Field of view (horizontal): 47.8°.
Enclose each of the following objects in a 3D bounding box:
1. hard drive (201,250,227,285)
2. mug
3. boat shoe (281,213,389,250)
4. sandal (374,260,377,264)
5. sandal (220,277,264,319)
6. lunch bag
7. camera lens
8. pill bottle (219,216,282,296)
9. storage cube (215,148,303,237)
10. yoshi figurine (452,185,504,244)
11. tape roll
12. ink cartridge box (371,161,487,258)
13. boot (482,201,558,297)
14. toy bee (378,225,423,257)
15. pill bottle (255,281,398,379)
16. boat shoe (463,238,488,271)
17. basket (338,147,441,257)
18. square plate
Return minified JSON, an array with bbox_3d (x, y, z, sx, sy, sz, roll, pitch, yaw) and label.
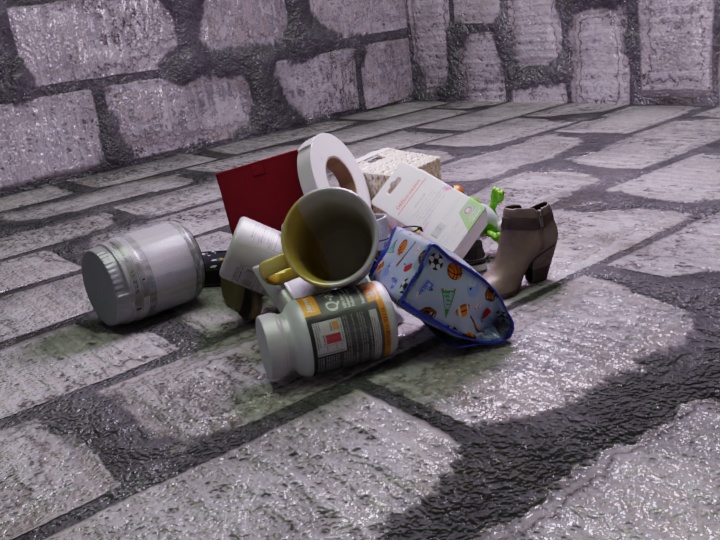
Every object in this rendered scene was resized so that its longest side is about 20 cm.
[{"bbox_3d":[-0.282,-0.007,1.736,0.196,0.039,0.140,-4,19,14],"label":"hard drive"},{"bbox_3d":[-0.055,-0.041,1.279,0.183,0.153,0.153,9,-8,8],"label":"mug"},{"bbox_3d":[-0.043,-0.082,1.407,0.196,0.067,0.074,5,25,12],"label":"boat shoe"},{"bbox_3d":[0.000,0.000,1.490,0.042,0.077,0.200,10,23,-29],"label":"sandal"},{"bbox_3d":[-0.206,0.042,1.540,0.068,0.079,0.212,11,16,-28],"label":"sandal"},{"bbox_3d":[0.131,0.037,1.271,0.198,0.125,0.170,29,5,-22],"label":"lunch bag"},{"bbox_3d":[-0.408,0.004,1.552,0.198,0.163,0.158,-22,23,-38],"label":"camera lens"},{"bbox_3d":[-0.142,-0.006,1.450,0.197,0.116,0.115,23,16,-9],"label":"pill bottle"},{"bbox_3d":[-0.169,-0.132,1.634,0.196,0.183,0.171,-14,6,4],"label":"storage cube"},{"bbox_3d":[0.267,-0.102,1.613,0.197,0.114,0.112,22,14,-2],"label":"yoshi figurine"},{"bbox_3d":[-0.049,-0.166,1.577,0.037,0.206,0.203,-22,9,29],"label":"tape roll"},{"bbox_3d":[0.131,-0.109,1.554,0.199,0.068,0.118,34,77,24],"label":"ink cartridge box"},{"bbox_3d":[0.265,-0.039,1.435,0.197,0.149,0.070,-17,22,-27],"label":"boot"},{"bbox_3d":[0.068,-0.006,1.522,0.128,0.111,0.200,-9,-9,8],"label":"toy bee"},{"bbox_3d":[-0.051,0.092,1.215,0.196,0.119,0.116,-13,19,-17],"label":"pill bottle"},{"bbox_3d":[0.190,-0.050,1.637,0.071,0.062,0.201,-14,19,-23],"label":"boat shoe"},{"bbox_3d":[0.070,-0.146,1.753,0.159,0.204,0.197,9,24,35],"label":"basket"},{"bbox_3d":[-0.050,0.034,1.355,0.198,0.029,0.199,-19,59,-33],"label":"square plate"}]
